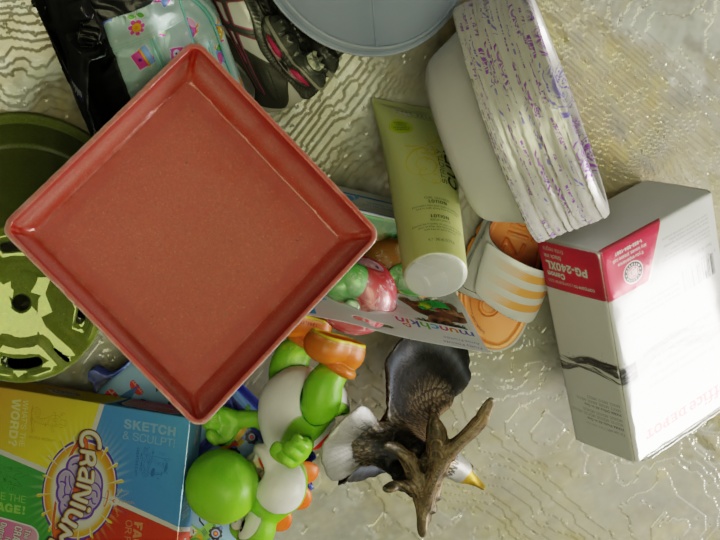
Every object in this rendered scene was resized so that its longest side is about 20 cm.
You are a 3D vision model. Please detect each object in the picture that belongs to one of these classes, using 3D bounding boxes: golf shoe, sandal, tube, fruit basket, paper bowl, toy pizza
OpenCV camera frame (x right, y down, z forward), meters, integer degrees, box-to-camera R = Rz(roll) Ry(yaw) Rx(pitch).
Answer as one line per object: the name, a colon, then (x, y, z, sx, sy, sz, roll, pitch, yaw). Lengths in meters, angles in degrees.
golf shoe: (-0.101, -0.217, 1.299, 0.088, 0.077, 0.201, -28, 96, 36)
sandal: (0.138, -0.023, 1.426, 0.078, 0.059, 0.208, 13, 105, -16)
tube: (0.051, -0.068, 1.329, 0.052, 0.201, 0.058, -25, 132, 20)
fruit basket: (0.000, 0.000, 1.329, 0.184, 0.200, 0.095, 13, 105, -15)
paper bowl: (0.120, -0.120, 1.315, 0.104, 0.201, 0.202, -21, 112, 12)
toy pizza: (-0.001, -0.268, 1.302, 0.198, 0.032, 0.202, 2, 86, -25)

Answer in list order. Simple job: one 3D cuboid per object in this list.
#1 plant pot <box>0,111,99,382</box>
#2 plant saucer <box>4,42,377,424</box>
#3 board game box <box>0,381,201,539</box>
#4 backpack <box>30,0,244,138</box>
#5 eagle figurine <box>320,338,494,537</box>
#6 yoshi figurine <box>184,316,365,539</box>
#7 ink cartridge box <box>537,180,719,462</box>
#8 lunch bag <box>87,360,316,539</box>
plant pot: (-0.264, -0.002, 1.276, 0.198, 0.190, 0.202, -4, 110, -11)
plant saucer: (-0.122, -0.026, 1.189, 0.200, 0.037, 0.200, 46, 73, -7)
board game box: (-0.238, 0.177, 1.370, 0.198, 0.040, 0.155, 8, 97, 9)
backpack: (-0.163, -0.154, 1.270, 0.126, 0.167, 0.201, -24, 118, -9)
eagle figurine: (0.045, 0.140, 1.390, 0.151, 0.200, 0.152, -24, 111, 1)
yoshi figurine: (-0.079, 0.131, 1.325, 0.111, 0.112, 0.202, 22, 99, 7)
ink cartridge box: (0.245, 0.043, 1.432, 0.145, 0.083, 0.202, -26, 115, -32)
lunch bag: (-0.159, 0.152, 1.417, 0.150, 0.094, 0.200, -42, 100, 8)
